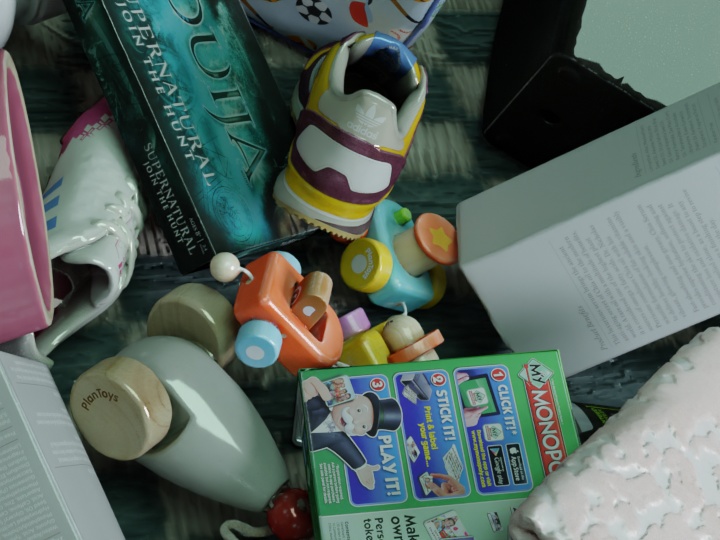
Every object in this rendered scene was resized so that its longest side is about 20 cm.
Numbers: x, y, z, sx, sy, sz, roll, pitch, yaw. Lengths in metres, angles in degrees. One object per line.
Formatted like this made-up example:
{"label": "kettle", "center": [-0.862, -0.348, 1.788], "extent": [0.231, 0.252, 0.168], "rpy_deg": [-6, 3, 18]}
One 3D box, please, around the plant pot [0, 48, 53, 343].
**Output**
{"label": "plant pot", "center": [-0.237, -0.025, 0.751], "extent": [0.179, 0.200, 0.200], "rpy_deg": [-9, 66, -6]}

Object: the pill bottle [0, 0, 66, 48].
{"label": "pill bottle", "center": [-0.258, -0.152, 0.893], "extent": [0.200, 0.112, 0.112], "rpy_deg": [-24, 74, -32]}

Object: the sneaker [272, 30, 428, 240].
{"label": "sneaker", "center": [0.005, -0.097, 0.926], "extent": [0.075, 0.090, 0.200], "rpy_deg": [24, 28, -11]}

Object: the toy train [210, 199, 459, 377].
{"label": "toy train", "center": [0.000, 0.000, 0.907], "extent": [0.150, 0.056, 0.200], "rpy_deg": [49, 32, -22]}

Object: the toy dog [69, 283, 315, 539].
{"label": "toy dog", "center": [-0.077, 0.110, 0.850], "extent": [0.132, 0.096, 0.200], "rpy_deg": [-12, 72, -44]}

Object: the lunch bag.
{"label": "lunch bag", "center": [-0.013, -0.208, 0.978], "extent": [0.160, 0.200, 0.076], "rpy_deg": [29, 59, -7]}

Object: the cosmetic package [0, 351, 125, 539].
{"label": "cosmetic package", "center": [-0.148, 0.142, 0.755], "extent": [0.090, 0.107, 0.200], "rpy_deg": [-23, 81, -1]}

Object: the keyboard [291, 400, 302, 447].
{"label": "keyboard", "center": [0.057, 0.095, 0.959], "extent": [0.200, 0.011, 0.056], "rpy_deg": [14, 63, -16]}

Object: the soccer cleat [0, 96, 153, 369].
{"label": "soccer cleat", "center": [-0.139, -0.020, 0.882], "extent": [0.200, 0.086, 0.070], "rpy_deg": [-57, 132, -30]}

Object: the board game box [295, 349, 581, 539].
{"label": "board game box", "center": [0.047, 0.133, 0.789], "extent": [0.134, 0.029, 0.200], "rpy_deg": [-3, 55, -8]}

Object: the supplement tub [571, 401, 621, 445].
{"label": "supplement tub", "center": [0.140, 0.134, 0.903], "extent": [0.200, 0.123, 0.123], "rpy_deg": [8, 60, -19]}

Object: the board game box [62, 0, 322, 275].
{"label": "board game box", "center": [-0.092, -0.103, 0.928], "extent": [0.135, 0.028, 0.200], "rpy_deg": [-20, 85, -60]}

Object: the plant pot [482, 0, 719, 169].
{"label": "plant pot", "center": [0.188, -0.141, 1.042], "extent": [0.199, 0.200, 0.178], "rpy_deg": [30, 66, -6]}

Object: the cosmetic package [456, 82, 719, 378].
{"label": "cosmetic package", "center": [0.164, -0.024, 0.939], "extent": [0.102, 0.200, 0.071], "rpy_deg": [56, 19, -29]}

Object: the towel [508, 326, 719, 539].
{"label": "towel", "center": [0.188, 0.137, 0.801], "extent": [0.191, 0.032, 0.200], "rpy_deg": [48, 44, 9]}
